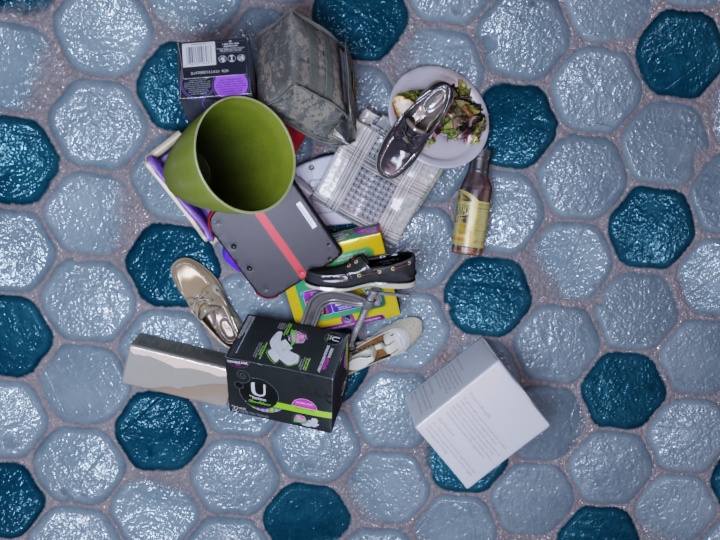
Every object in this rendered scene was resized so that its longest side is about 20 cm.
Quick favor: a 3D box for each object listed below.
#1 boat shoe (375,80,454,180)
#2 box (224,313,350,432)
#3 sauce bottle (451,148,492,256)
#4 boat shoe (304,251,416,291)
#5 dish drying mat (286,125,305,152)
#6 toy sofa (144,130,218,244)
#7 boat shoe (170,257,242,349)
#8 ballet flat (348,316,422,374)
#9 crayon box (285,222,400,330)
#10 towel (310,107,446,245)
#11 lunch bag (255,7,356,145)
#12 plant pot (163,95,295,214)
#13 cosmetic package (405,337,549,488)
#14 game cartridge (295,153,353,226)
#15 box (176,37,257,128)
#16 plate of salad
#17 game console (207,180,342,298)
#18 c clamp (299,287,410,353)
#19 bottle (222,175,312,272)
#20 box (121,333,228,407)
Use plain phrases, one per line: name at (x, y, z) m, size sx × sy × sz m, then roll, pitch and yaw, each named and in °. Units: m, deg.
boat shoe at (0.093, -0.247, 1.417) m, size 0.072 × 0.065 × 0.200 m, roll 39°, pitch 97°, yaw 1°
box at (-0.130, 0.188, 1.489) m, size 0.200 × 0.124 × 0.149 m, roll 10°, pitch 129°, yaw 10°
sauce bottle at (0.214, -0.129, 1.537) m, size 0.066 × 0.066 × 0.200 m, roll 6°, pitch 95°, yaw -5°
boat shoe at (0.000, -0.001, 1.441) m, size 0.201 × 0.074 × 0.063 m, roll -4°, pitch 113°, yaw -5°
dish drying mat at (-0.139, -0.238, 1.495) m, size 0.077 × 0.018 × 0.200 m, roll 25°, pitch 99°, yaw -47°
toy sofa at (-0.298, -0.151, 1.480) m, size 0.083 × 0.098 × 0.200 m, roll -36°, pitch 99°, yaw 3°
boat shoe at (-0.287, 0.063, 1.533) m, size 0.072 × 0.065 × 0.200 m, roll -32°, pitch 100°, yaw 2°
ballet flat at (0.036, 0.155, 1.572) m, size 0.200 × 0.062 × 0.068 m, roll -26°, pitch 109°, yaw 1°
crayon box at (-0.040, 0.019, 1.520) m, size 0.200 × 0.058 × 0.173 m, roll -13°, pitch 112°, yaw 5°
towel at (0.037, -0.173, 1.496) m, size 0.192 × 0.035 × 0.200 m, roll 30°, pitch 96°, yaw -8°
lunch bag at (-0.075, -0.324, 1.404) m, size 0.200 × 0.117 × 0.164 m, roll 20°, pitch 58°, yaw -44°
plant pot at (-0.240, -0.174, 1.354) m, size 0.187 × 0.200 × 0.188 m, roll 5°, pitch 82°, yaw -39°
cosmetic package at (0.218, 0.267, 1.553) m, size 0.200 × 0.165 × 0.165 m, roll -38°, pitch 101°, yaw 4°
game cartridge at (-0.029, -0.154, 1.529) m, size 0.200 × 0.042 × 0.133 m, roll -6°, pitch 96°, yaw -3°
box at (-0.237, -0.299, 1.396) m, size 0.122 × 0.200 × 0.106 m, roll -4°, pitch 74°, yaw -3°
plate of salad at (0.148, -0.285, 1.482) m, size 0.200 × 0.048 × 0.200 m, roll 4°, pitch 76°, yaw -17°
game console at (-0.155, -0.063, 1.446) m, size 0.177 × 0.031 × 0.200 m, roll -33°, pitch 107°, yaw 6°
c clamp at (-0.025, 0.096, 1.496) m, size 0.171 × 0.027 × 0.200 m, roll 13°, pitch 133°, yaw -18°
bottle at (-0.170, -0.087, 1.493) m, size 0.065 × 0.084 × 0.200 m, roll 39°, pitch 106°, yaw -20°
box at (-0.338, 0.187, 1.538) m, size 0.200 × 0.095 × 0.078 m, roll 15°, pitch 99°, yaw -5°
